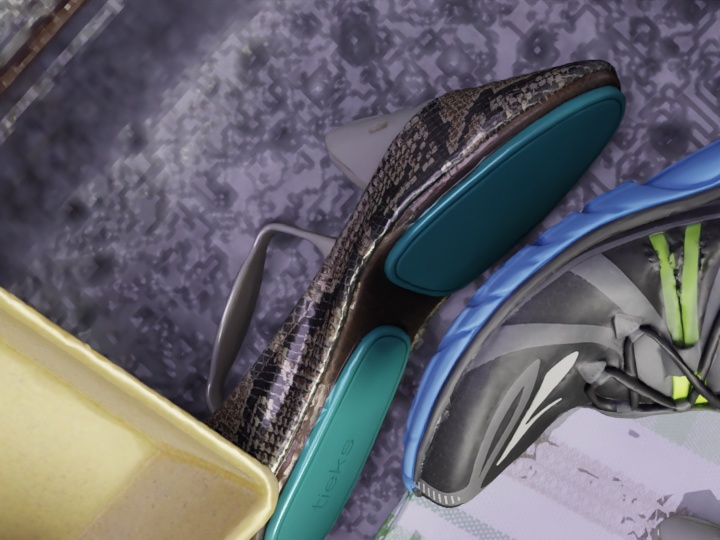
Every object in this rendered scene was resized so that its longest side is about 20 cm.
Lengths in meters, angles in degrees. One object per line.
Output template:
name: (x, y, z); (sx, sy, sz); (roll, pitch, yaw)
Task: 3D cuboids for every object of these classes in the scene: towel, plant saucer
towel: (0.076, 0.108, 0.930); (0.149, 0.031, 0.200); (29, 94, 7)
plant saucer: (-0.161, 0.073, 0.892); (0.200, 0.048, 0.200); (36, 107, -26)

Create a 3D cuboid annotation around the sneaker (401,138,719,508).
sneaker: (0.100, 0.015, 0.875); (0.199, 0.071, 0.083); (-29, 72, -8)

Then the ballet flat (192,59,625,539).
ballet flat: (0.000, 0.000, 0.924); (0.075, 0.068, 0.200); (40, 100, 28)

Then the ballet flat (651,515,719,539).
ballet flat: (0.085, 0.119, 0.886); (0.200, 0.069, 0.071); (-24, 67, 8)
